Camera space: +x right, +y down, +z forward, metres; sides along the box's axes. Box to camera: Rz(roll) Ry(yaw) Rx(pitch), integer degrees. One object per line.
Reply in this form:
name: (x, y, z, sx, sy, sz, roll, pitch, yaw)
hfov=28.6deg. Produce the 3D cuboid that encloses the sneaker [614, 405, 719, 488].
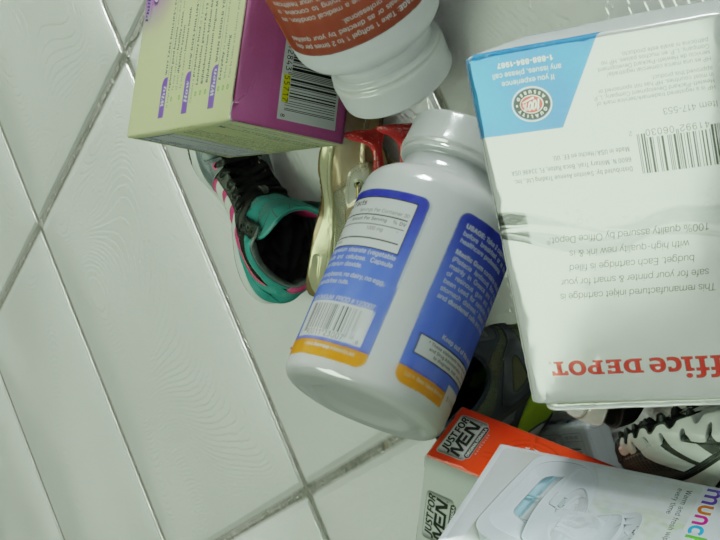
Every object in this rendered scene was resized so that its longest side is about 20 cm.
sneaker: (0.220, 0.115, 0.813, 0.200, 0.066, 0.091, -27, 80, 59)

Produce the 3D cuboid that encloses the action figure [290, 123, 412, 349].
action figure: (0.000, 0.000, 1.014, 0.065, 0.099, 0.201, -3, 95, 55)

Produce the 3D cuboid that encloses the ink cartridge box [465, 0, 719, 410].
ink cartridge box: (0.154, -0.035, 0.767, 0.146, 0.086, 0.201, -5, 105, 31)

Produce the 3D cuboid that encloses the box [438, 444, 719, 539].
box: (0.154, 0.219, 0.815, 0.176, 0.097, 0.201, 6, 127, 30)

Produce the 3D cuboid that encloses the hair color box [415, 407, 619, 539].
hair color box: (0.137, 0.174, 0.910, 0.199, 0.061, 0.102, 20, 128, 20)

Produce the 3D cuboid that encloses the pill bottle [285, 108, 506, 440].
pill bottle: (0.037, 0.000, 0.934, 0.111, 0.201, 0.112, 22, 163, 7)

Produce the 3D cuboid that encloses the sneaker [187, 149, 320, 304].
sneaker: (-0.086, -0.063, 1.227, 0.121, 0.083, 0.201, 2, 115, 65)

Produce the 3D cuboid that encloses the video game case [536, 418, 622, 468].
video game case: (0.151, 0.209, 1.036, 0.182, 0.022, 0.201, -17, 91, 62)

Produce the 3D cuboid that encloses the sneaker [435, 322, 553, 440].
sneaker: (0.079, 0.120, 1.003, 0.074, 0.080, 0.201, 45, 125, 57)

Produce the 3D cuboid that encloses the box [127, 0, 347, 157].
box: (-0.089, -0.185, 1.091, 0.200, 0.096, 0.177, 2, 83, 59)

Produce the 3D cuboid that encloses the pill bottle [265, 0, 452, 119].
pill bottle: (-0.015, -0.205, 0.944, 0.112, 0.112, 0.201, 27, 153, 52)

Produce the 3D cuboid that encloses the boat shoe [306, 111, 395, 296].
boat shoe: (0.005, -0.065, 1.099, 0.065, 0.072, 0.201, 16, 114, 14)

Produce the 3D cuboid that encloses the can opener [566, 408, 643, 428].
can opener: (0.163, 0.006, 0.868, 0.053, 0.066, 0.201, 39, 129, 42)
